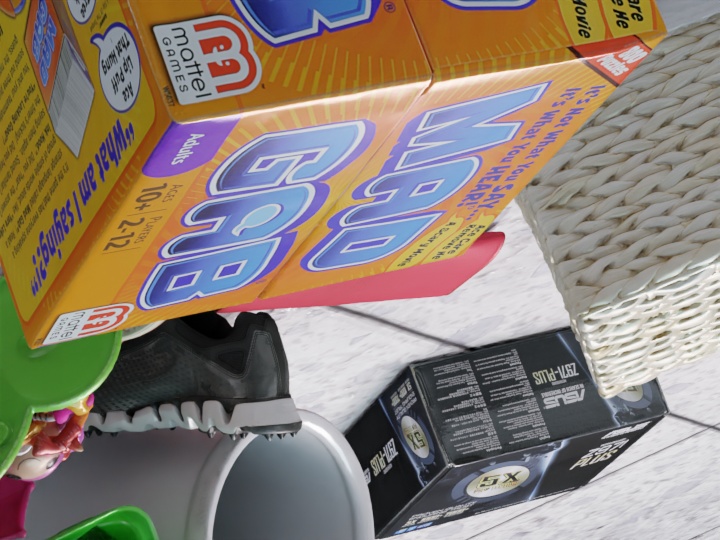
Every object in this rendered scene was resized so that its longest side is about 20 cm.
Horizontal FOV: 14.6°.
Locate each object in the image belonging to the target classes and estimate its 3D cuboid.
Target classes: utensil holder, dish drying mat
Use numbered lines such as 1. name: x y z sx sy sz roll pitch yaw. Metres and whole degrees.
1. utensil holder: -0.118 0.173 1.818 0.199 0.171 0.169 -1 178 39
2. dish drying mat: 0.000 0.000 1.778 0.199 0.018 0.077 -4 157 -41

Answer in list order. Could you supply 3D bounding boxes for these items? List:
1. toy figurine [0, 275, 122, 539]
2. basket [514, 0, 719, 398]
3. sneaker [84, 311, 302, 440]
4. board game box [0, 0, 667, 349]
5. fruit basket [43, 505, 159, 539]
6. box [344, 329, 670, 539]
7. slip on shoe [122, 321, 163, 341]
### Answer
1. toy figurine: -0.210 0.086 1.550 0.199 0.151 0.184 -23 158 -2
2. basket: 0.189 -0.051 1.601 0.199 0.162 0.198 -23 162 2
3. sneaker: -0.124 0.056 1.725 0.199 0.091 0.066 0 -178 32
4. board game box: -0.041 -0.115 1.066 0.199 0.201 0.200 -12 162 -26
5. fruit basket: -0.193 0.224 1.623 0.214 0.156 0.216 -21 -168 5
6. box: 0.108 0.121 2.151 0.199 0.087 0.164 -11 160 -27
7. slip on shoe: -0.146 0.012 1.579 0.200 0.074 0.061 -38 178 43
